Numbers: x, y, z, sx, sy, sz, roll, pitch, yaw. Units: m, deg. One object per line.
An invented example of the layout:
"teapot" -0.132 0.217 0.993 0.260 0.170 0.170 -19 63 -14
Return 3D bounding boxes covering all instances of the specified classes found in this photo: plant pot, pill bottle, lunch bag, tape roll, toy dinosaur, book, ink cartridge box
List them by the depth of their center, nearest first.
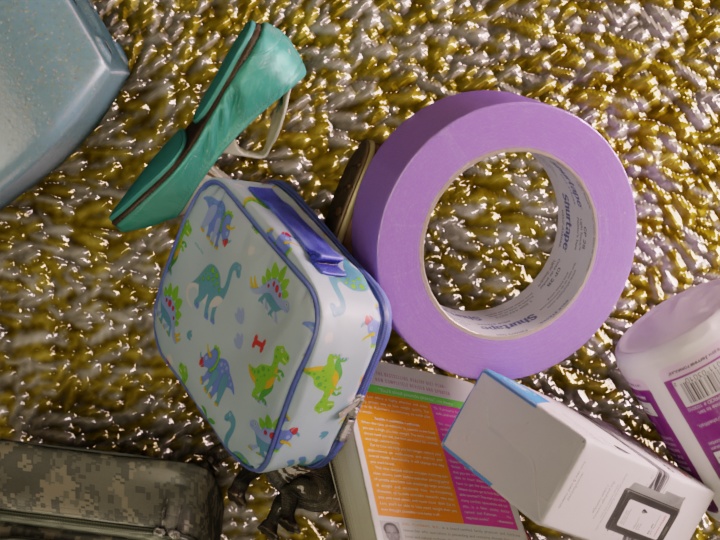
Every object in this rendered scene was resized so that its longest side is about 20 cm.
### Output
"plant pot" -0.279 -0.142 0.920 0.199 0.196 0.197 -29 98 2
"lunch bag" -0.066 0.033 0.928 0.082 0.200 0.162 2 120 -38
"book" 0.050 0.159 0.930 0.133 0.201 0.048 10 133 -26
"tape roll" 0.096 -0.026 0.934 0.198 0.066 0.202 -5 106 -17
"ink cartridge box" 0.170 0.148 0.934 0.199 0.116 0.068 26 96 -40
"pill bottle" 0.283 0.117 0.959 0.112 0.112 0.201 -31 98 11
"lunch bag" -0.206 0.230 0.982 0.198 0.140 0.169 8 68 3
"toy dinosaur" -0.059 0.145 1.020 0.199 0.077 0.102 38 61 8

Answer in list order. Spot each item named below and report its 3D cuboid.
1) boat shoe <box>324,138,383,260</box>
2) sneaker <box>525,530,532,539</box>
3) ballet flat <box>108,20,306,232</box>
"boat shoe" 0.000 0.001 0.984 0.067 0.072 0.202 12 107 -8
"sneaker" 0.142 0.286 1.034 0.078 0.115 0.202 -26 67 20
"ballet flat" -0.109 -0.092 0.975 0.070 0.067 0.200 34 105 -17
